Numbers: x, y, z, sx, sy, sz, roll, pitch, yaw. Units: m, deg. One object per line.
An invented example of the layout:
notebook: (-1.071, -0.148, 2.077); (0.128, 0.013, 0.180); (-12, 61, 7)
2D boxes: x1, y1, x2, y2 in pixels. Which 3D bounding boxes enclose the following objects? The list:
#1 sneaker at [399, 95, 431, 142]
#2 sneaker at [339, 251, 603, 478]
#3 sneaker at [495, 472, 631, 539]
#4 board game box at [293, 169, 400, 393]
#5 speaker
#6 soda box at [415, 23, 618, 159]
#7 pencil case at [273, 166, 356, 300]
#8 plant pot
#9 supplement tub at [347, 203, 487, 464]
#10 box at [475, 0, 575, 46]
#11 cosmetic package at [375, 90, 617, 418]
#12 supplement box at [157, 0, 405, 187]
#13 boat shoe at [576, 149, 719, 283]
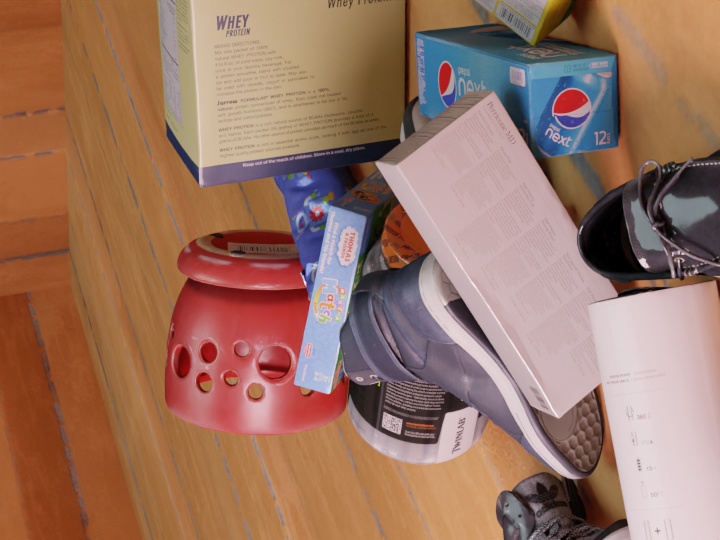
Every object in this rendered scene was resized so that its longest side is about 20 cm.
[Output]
sneaker: (0.095, -0.073, 1.151); (0.201, 0.073, 0.081); (57, 147, 36)
sneaker: (0.074, 0.073, 1.103); (0.145, 0.077, 0.203); (-19, 116, 49)
sneaker: (0.147, 0.191, 1.090); (0.201, 0.075, 0.115); (108, 145, -60)
board game box: (0.000, 0.000, 1.302); (0.200, 0.036, 0.153); (-47, -29, -70)
speaker: (0.190, 0.108, 0.911); (0.081, 0.080, 0.203); (157, 103, -72)
soda box: (0.105, -0.130, 1.079); (0.200, 0.067, 0.065); (-142, 46, -65)
pencil case: (-0.036, -0.053, 1.532); (0.078, 0.086, 0.202); (36, -150, -54)
plant pot: (-0.108, 0.057, 1.640); (0.200, 0.198, 0.185); (-147, 58, -67)
supplement tub: (0.056, 0.047, 1.231); (0.123, 0.121, 0.202); (-117, 24, -43)
box: (0.105, -0.251, 0.973); (0.117, 0.048, 0.201); (40, 150, 14)
cosmetic package: (0.099, -0.011, 1.001); (0.201, 0.082, 0.051); (57, 170, -14)
supplement box: (-0.072, -0.204, 1.378); (0.134, 0.198, 0.202); (-131, 35, -57)
boat shoe: (0.186, -0.028, 0.888); (0.200, 0.062, 0.076); (160, 102, -71)
